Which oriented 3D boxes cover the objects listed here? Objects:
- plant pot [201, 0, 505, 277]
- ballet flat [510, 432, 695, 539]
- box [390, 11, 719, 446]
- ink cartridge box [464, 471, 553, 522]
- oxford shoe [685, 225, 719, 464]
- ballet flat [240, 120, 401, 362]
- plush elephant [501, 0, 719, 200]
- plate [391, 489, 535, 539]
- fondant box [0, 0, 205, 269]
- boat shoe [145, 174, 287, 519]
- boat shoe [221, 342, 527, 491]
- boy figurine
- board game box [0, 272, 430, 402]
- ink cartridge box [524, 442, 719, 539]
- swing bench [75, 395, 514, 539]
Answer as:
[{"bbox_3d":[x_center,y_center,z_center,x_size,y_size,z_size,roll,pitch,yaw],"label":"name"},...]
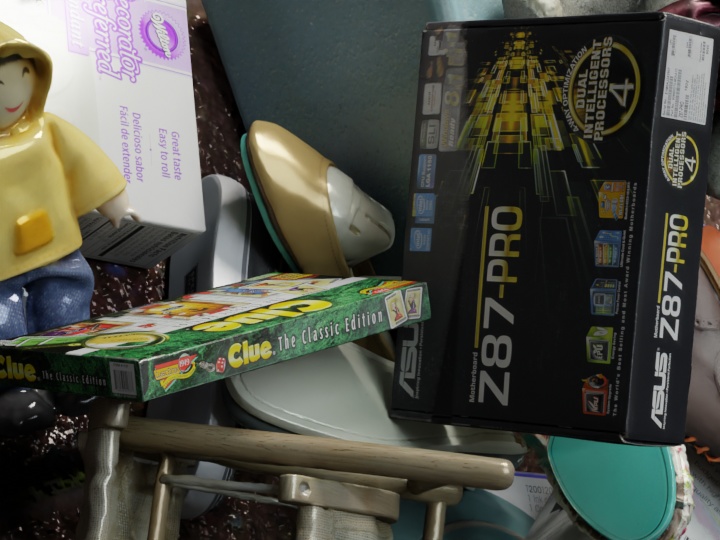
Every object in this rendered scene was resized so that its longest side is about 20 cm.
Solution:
[{"bbox_3d":[0.060,-0.082,1.546,0.196,0.196,0.200,-6,83,-41],"label":"plant pot"},{"bbox_3d":[0.113,0.075,1.404,0.064,0.076,0.200,44,9,-49],"label":"ballet flat"},{"bbox_3d":[0.092,-0.021,1.353,0.049,0.161,0.200,7,88,-41],"label":"box"},{"bbox_3d":[0.070,0.202,1.493,0.198,0.043,0.200,9,60,-37],"label":"ink cartridge box"},{"bbox_3d":[0.191,0.081,1.457,0.072,0.071,0.200,-24,82,-12],"label":"oxford shoe"},{"bbox_3d":[0.000,0.000,1.482,0.069,0.063,0.200,-83,153,-58],"label":"ballet flat"},{"bbox_3d":[0.204,-0.122,1.451,0.200,0.155,0.165,-38,113,-35],"label":"plush elephant"},{"bbox_3d":[0.067,0.195,1.446,0.200,0.026,0.200,21,52,-31],"label":"plate"},{"bbox_3d":[-0.180,-0.090,1.433,0.200,0.058,0.144,12,61,-36],"label":"fondant box"},{"bbox_3d":[-0.065,0.044,1.456,0.066,0.070,0.200,24,47,-27],"label":"boat shoe"},{"bbox_3d":[0.005,0.081,1.433,0.200,0.062,0.073,8,45,-40],"label":"boat shoe"},{"bbox_3d":[-0.161,-0.028,1.347,0.124,0.064,0.200,-13,110,-29],"label":"boy figurine"},{"bbox_3d":[-0.069,0.029,1.333,0.200,0.105,0.023,-15,106,-49],"label":"board game box"},{"bbox_3d":[0.170,0.154,1.479,0.146,0.083,0.200,43,42,-6],"label":"ink cartridge box"},{"bbox_3d":[-0.047,0.175,1.310,0.200,0.130,0.199,9,79,-10],"label":"swing bench"}]
